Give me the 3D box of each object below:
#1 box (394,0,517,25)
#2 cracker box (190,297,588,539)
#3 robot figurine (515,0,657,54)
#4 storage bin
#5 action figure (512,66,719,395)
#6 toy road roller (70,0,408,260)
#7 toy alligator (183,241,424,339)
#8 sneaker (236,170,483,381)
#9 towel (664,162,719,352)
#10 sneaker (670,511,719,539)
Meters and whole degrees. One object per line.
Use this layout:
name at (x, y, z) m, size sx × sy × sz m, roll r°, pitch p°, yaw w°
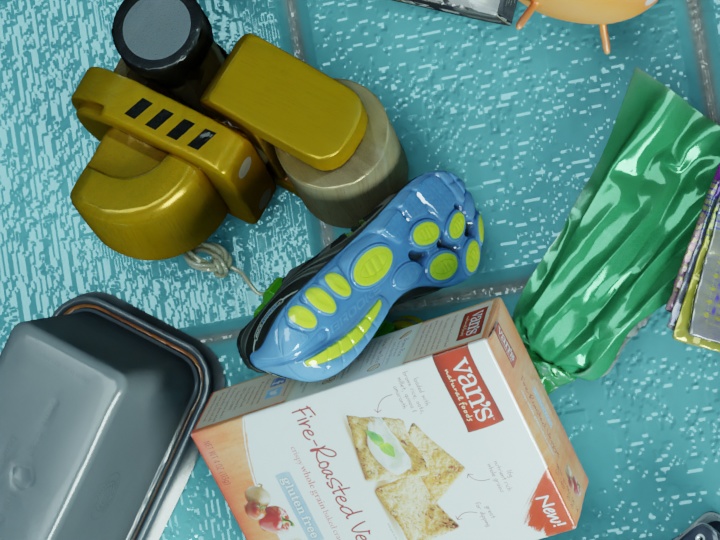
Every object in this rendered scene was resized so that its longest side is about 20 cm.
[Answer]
box at (0.037, -0.266, 1.734) m, size 0.160 × 0.049 × 0.201 m, roll 13°, pitch 90°, yaw 17°
cracker box at (0.018, 0.111, 1.674) m, size 0.199 × 0.058 × 0.134 m, roll -19°, pitch 111°, yaw 21°
robot figurine at (0.140, -0.231, 1.651) m, size 0.116 × 0.144 × 0.201 m, roll 12°, pitch 91°, yaw 4°
storage bin at (-0.195, 0.113, 1.732) m, size 0.145 × 0.134 × 0.201 m, roll 27°, pitch 93°, yaw 14°
action figure at (0.154, -0.005, 1.687) m, size 0.118 × 0.055 × 0.200 m, roll 37°, pitch 93°, yaw 12°
toy road roller at (-0.085, -0.065, 1.703) m, size 0.199 × 0.123 × 0.147 m, roll 27°, pitch 80°, yaw 17°
toy alligator at (-0.024, 0.043, 1.735) m, size 0.199 × 0.059 × 0.054 m, roll 26°, pitch 135°, yaw 15°
sneaker at (0.000, 0.000, 1.674) m, size 0.082 × 0.199 × 0.071 m, roll -6°, pitch 115°, yaw 48°
towel at (0.274, -0.033, 1.652) m, size 0.143 × 0.023 × 0.201 m, roll 20°, pitch 91°, yaw -3°
sneaker at (0.152, 0.181, 1.669) m, size 0.199 × 0.070 × 0.109 m, roll 21°, pitch 97°, yaw 8°
